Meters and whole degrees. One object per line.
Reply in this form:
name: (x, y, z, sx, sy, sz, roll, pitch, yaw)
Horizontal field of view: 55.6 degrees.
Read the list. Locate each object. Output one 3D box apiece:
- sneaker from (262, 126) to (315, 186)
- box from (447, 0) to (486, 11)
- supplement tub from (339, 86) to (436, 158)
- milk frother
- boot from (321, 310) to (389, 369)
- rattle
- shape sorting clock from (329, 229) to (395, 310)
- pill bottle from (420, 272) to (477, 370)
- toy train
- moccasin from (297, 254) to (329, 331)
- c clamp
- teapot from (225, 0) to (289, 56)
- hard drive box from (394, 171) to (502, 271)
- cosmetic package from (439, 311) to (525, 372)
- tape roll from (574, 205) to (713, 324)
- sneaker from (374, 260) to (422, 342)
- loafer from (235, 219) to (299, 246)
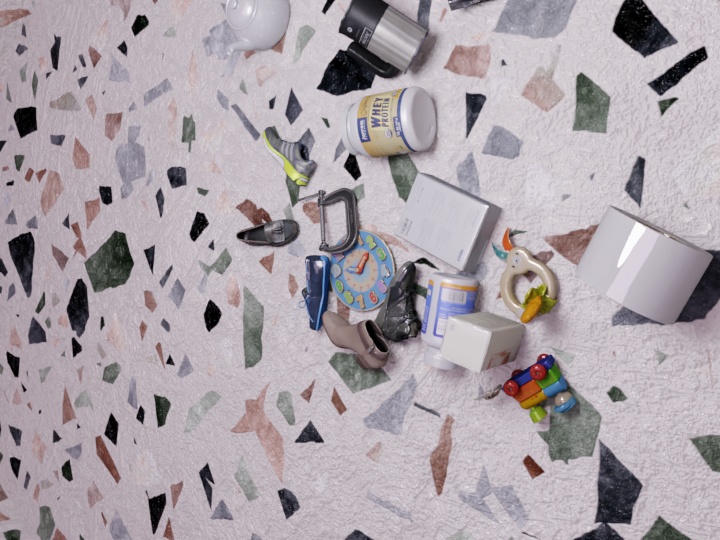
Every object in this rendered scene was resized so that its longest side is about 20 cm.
sneaker: (-0.187, -0.319, 1.830, 0.081, 0.074, 0.201, -45, 72, 16)
box: (0.254, -0.693, 1.494, 0.154, 0.050, 0.205, -9, 85, 17)
supplement tub: (0.063, -0.342, 1.599, 0.197, 0.143, 0.148, -2, 89, 35)
milk frother: (0.068, -0.584, 1.610, 0.186, 0.180, 0.202, 31, 77, -5)
boot: (-0.006, 0.155, 1.665, 0.200, 0.070, 0.147, 48, 148, 6)
rattle: (0.317, 0.010, 1.432, 0.130, 0.141, 0.204, -30, 79, 50)
shape sorting clock: (0.000, 0.000, 1.710, 0.197, 0.039, 0.205, 0, 91, 36)
pill bottle: (0.195, 0.113, 1.530, 0.110, 0.111, 0.205, 13, 98, 34)
toy train: (0.349, 0.274, 1.449, 0.199, 0.084, 0.117, -39, 83, 29)
moccasin: (-0.119, 0.054, 1.761, 0.067, 0.080, 0.204, 9, 105, 11)
c clamp: (-0.077, -0.127, 1.752, 0.168, 0.027, 0.204, -22, 62, 24)
teapot: (-0.296, -0.708, 1.848, 0.196, 0.145, 0.203, -35, 71, 30)
hard drive box: (0.196, -0.111, 1.548, 0.198, 0.076, 0.158, 32, 108, 31)
cosmetic package: (0.258, 0.146, 1.432, 0.102, 0.198, 0.089, 20, 101, 33)
tape roll: (0.514, -0.012, 1.250, 0.201, 0.201, 0.141, 33, 108, 30)
sneaker: (0.110, 0.083, 1.614, 0.113, 0.076, 0.203, 31, 110, 29)
loafer: (-0.258, -0.099, 1.876, 0.197, 0.062, 0.074, -8, 86, 35)
